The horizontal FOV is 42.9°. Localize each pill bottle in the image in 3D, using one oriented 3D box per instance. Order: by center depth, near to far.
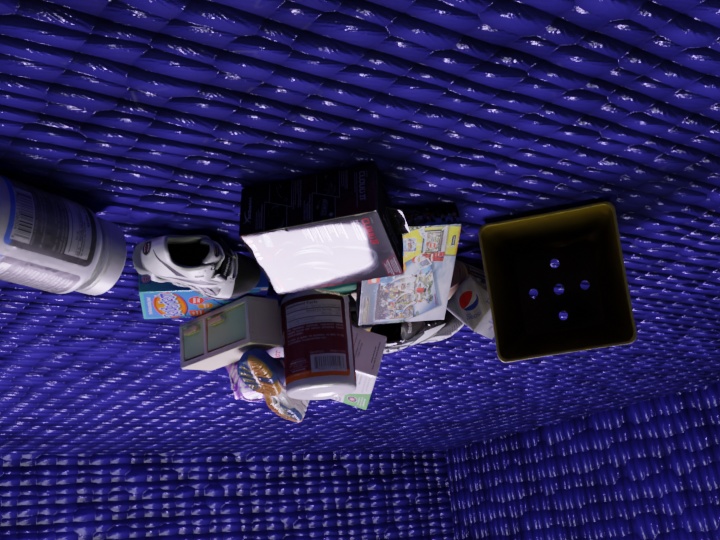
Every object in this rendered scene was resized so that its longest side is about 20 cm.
[{"bbox_3d":[-0.382,-0.037,1.091,0.112,0.116,0.199,-15,159,28],"label":"pill bottle"},{"bbox_3d":[-0.069,0.094,1.445,0.112,0.204,0.114,-5,162,-2],"label":"pill bottle"}]

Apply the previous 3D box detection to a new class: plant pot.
[{"bbox_3d":[0.299,0.025,1.390,0.196,0.204,0.176,-10,173,13],"label":"plant pot"}]

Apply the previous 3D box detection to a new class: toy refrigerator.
[{"bbox_3d":[-0.218,0.105,1.490,0.069,0.077,0.198,9,159,-42],"label":"toy refrigerator"}]

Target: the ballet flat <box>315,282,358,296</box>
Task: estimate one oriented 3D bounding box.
[{"bbox_3d":[0.000,0.000,1.402,0.196,0.077,0.064,-2,180,-2],"label":"ballet flat"}]

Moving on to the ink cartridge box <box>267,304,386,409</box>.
[{"bbox_3d":[-0.064,0.154,1.617,0.197,0.085,0.146,17,148,3],"label":"ink cartridge box"}]

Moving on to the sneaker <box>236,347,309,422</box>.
[{"bbox_3d":[-0.134,0.165,1.489,0.074,0.089,0.201,14,153,27],"label":"sneaker"}]

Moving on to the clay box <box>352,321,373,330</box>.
[{"bbox_3d":[-0.033,0.091,1.698,0.198,0.048,0.114,11,155,-39],"label":"clay box"}]

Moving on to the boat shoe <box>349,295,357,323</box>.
[{"bbox_3d":[-0.006,0.064,1.601,0.197,0.061,0.075,8,157,-37],"label":"boat shoe"}]

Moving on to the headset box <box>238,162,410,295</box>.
[{"bbox_3d":[-0.037,-0.050,1.168,0.196,0.078,0.149,-8,147,12],"label":"headset box"}]

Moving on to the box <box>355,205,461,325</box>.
[{"bbox_3d":[0.065,-0.004,1.325,0.134,0.038,0.202,-3,136,-7],"label":"box"}]

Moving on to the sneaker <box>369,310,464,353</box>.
[{"bbox_3d":[0.102,0.096,1.621,0.197,0.068,0.090,-19,165,9],"label":"sneaker"}]

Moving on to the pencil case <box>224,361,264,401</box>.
[{"bbox_3d":[-0.211,0.149,1.591,0.085,0.200,0.085,-27,126,-12],"label":"pencil case"}]

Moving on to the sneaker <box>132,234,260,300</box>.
[{"bbox_3d":[-0.213,-0.008,1.295,0.198,0.076,0.088,9,159,-40],"label":"sneaker"}]

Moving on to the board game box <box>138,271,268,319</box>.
[{"bbox_3d":[-0.250,0.033,1.457,0.196,0.046,0.152,-2,162,-11],"label":"board game box"}]

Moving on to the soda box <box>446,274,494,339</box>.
[{"bbox_3d":[0.198,0.062,1.507,0.069,0.063,0.200,-52,162,5],"label":"soda box"}]

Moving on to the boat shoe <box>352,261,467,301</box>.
[{"bbox_3d":[0.074,0.019,1.479,0.196,0.073,0.065,-8,161,18],"label":"boat shoe"}]

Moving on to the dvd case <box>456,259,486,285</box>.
[{"bbox_3d":[0.156,0.028,1.609,0.144,0.022,0.199,-18,158,32],"label":"dvd case"}]
